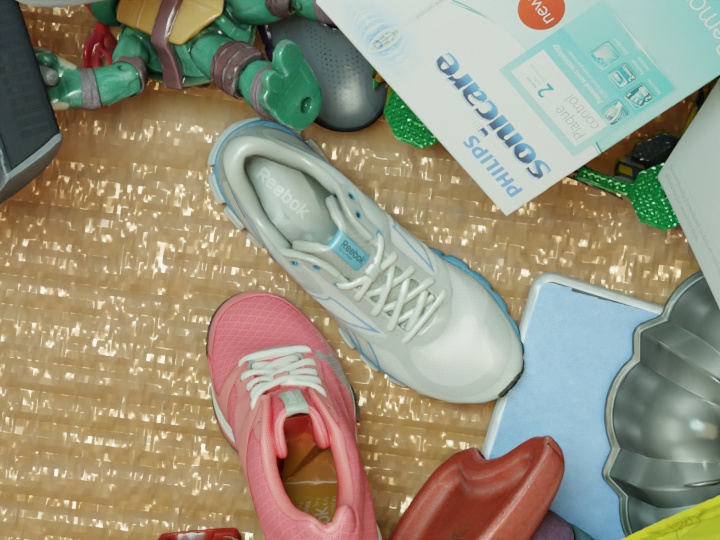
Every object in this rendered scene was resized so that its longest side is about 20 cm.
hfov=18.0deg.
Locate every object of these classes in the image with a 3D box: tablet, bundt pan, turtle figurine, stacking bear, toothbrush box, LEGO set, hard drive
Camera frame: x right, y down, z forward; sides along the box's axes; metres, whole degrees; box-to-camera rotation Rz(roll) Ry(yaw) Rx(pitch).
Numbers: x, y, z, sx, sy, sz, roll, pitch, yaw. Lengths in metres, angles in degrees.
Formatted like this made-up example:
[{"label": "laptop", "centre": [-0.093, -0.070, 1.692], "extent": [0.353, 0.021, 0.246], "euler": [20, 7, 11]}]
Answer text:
[{"label": "tablet", "centre": [0.125, 0.114, 1.193], "extent": [0.129, 0.014, 0.202], "euler": [17, 93, 0]}, {"label": "bundt pan", "centre": [0.225, 0.091, 1.152], "extent": [0.200, 0.076, 0.204], "euler": [0, 95, -5]}, {"label": "turtle figurine", "centre": [-0.090, -0.134, 1.130], "extent": [0.199, 0.101, 0.151], "euler": [17, 84, 34]}, {"label": "stacking bear", "centre": [0.109, 0.193, 1.139], "extent": [0.200, 0.121, 0.114], "euler": [44, 66, -14]}, {"label": "toothbrush box", "centre": [0.098, -0.144, 1.018], "extent": [0.199, 0.086, 0.147], "euler": [-32, 119, 20]}, {"label": "LEGO set", "centre": [0.109, -0.120, 1.154], "extent": [0.198, 0.116, 0.155], "euler": [12, 119, -1]}, {"label": "hard drive", "centre": [-0.197, -0.093, 1.104], "extent": [0.042, 0.200, 0.136], "euler": [-18, 91, -22]}]

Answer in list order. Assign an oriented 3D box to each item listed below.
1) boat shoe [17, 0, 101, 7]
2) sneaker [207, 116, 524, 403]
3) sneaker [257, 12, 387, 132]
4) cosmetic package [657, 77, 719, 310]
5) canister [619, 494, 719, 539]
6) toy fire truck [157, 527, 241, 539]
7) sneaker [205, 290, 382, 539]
[{"label": "boat shoe", "centre": [-0.090, -0.186, 1.046], "extent": [0.199, 0.072, 0.066], "euler": [-29, 65, -21]}, {"label": "sneaker", "centre": [0.000, 0.000, 1.155], "extent": [0.200, 0.087, 0.075], "euler": [38, 91, -2]}, {"label": "sneaker", "centre": [-0.026, -0.169, 1.147], "extent": [0.074, 0.088, 0.202], "euler": [-11, 92, 1]}, {"label": "cosmetic package", "centre": [0.256, -0.024, 1.093], "extent": [0.198, 0.108, 0.085], "euler": [11, 130, -25]}, {"label": "canister", "centre": [0.186, 0.218, 1.075], "extent": [0.148, 0.086, 0.202], "euler": [-20, 106, -20]}, {"label": "toy fire truck", "centre": [-0.017, 0.215, 1.180], "extent": [0.198, 0.049, 0.142], "euler": [7, 93, 1]}, {"label": "sneaker", "centre": [-0.028, 0.075, 1.119], "extent": [0.073, 0.087, 0.201], "euler": [-14, 51, -9]}]
